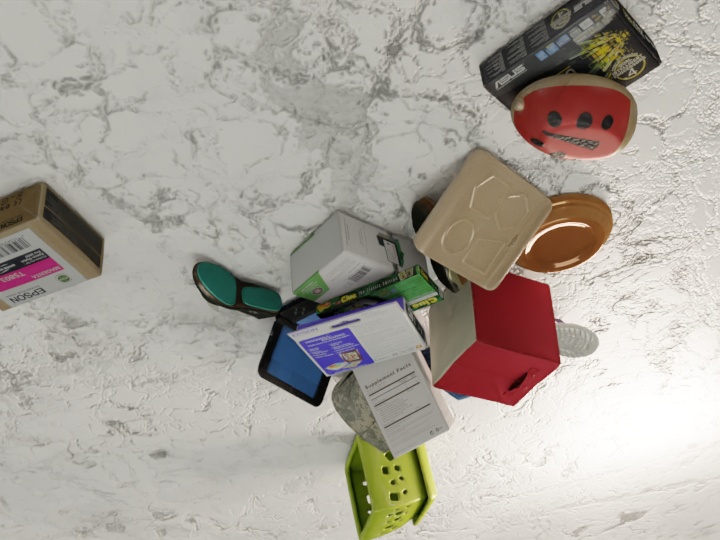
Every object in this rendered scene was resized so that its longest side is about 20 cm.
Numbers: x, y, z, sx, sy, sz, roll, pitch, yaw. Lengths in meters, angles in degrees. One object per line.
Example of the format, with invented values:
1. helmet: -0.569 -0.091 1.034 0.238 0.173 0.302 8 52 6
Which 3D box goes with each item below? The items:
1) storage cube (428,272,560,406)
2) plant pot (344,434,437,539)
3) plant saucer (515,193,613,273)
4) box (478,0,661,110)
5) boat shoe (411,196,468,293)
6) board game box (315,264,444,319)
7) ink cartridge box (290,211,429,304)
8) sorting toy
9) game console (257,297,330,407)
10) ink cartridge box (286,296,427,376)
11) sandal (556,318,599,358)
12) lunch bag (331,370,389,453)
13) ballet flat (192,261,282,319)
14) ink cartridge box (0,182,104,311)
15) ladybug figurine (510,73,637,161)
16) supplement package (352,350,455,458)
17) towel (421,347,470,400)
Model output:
1. storage cube: 0.240 0.118 1.649 0.176 0.203 0.172 15 140 -20
2. plant pot: 0.075 0.519 2.175 0.177 0.202 0.202 -4 145 -17
3. plant saucer: 0.346 -0.056 1.562 0.195 0.038 0.202 -6 144 -4
4. box: 0.286 -0.281 1.222 0.198 0.050 0.160 -31 138 31
5. boat shoe: 0.144 -0.052 1.503 0.073 0.076 0.202 -36 135 -9
6. board game box: 0.033 0.055 1.511 0.197 0.024 0.105 -22 142 19
7. ink cartridge box: 0.000 0.000 1.522 0.197 0.086 0.145 20 137 -36
8. sorting toy: 0.197 -0.080 1.447 0.198 0.037 0.187 27 102 -37
9. game console: -0.075 0.148 1.685 0.168 0.120 0.199 -26 142 24
10. ink cartridge box: -0.003 0.104 1.516 0.194 0.044 0.201 -16 150 11
11. sandal: 0.389 0.126 1.820 0.198 0.050 0.084 9 128 -3
12. lunch bag: 0.038 0.252 1.828 0.166 0.141 0.201 32 144 -3
13. ballet flat: -0.226 0.046 1.558 0.068 0.069 0.198 -25 142 37
14. ink cartridge box: -0.521 -0.032 1.376 0.196 0.076 0.165 -19 143 13
15. ladybug figurine: 0.296 -0.203 1.231 0.195 0.073 0.136 6 145 -19
16. supplement package: 0.077 0.223 1.663 0.118 0.203 0.121 -28 172 9
17. towel: 0.204 0.218 1.903 0.110 0.049 0.199 -27 141 23
